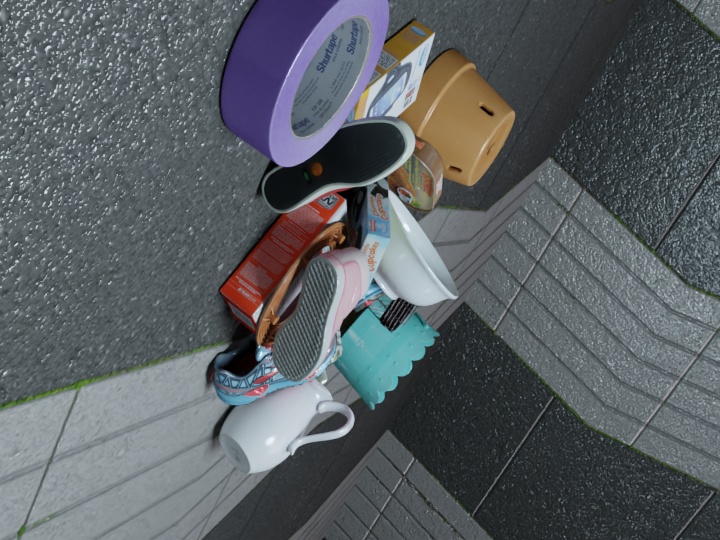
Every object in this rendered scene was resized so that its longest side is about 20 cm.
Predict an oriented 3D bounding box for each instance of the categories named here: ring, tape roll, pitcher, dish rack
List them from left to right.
[{"bbox_3d":[-0.124,0.263,1.436,0.199,0.170,0.123,-35,137,-34],"label":"pitcher"},{"bbox_3d":[-0.074,0.023,1.152,0.201,0.019,0.201,-52,168,-15],"label":"ring"},{"bbox_3d":[-0.053,-0.208,0.852,0.201,0.065,0.201,-53,166,-19],"label":"tape roll"},{"bbox_3d":[0.060,0.017,1.536,0.054,0.200,0.155,23,104,-39],"label":"dish rack"}]

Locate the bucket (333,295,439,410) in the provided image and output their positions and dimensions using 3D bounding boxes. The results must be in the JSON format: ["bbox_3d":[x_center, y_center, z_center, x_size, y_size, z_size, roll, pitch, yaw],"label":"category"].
[{"bbox_3d":[0.043,0.153,1.660,0.207,0.135,0.207,-46,171,-10],"label":"bucket"}]

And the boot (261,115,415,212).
[{"bbox_3d":[-0.008,-0.136,1.020,0.198,0.073,0.144,-20,-175,28],"label":"boot"}]

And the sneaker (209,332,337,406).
[{"bbox_3d":[-0.125,0.126,1.233,0.198,0.080,0.096,-26,142,-10],"label":"sneaker"}]

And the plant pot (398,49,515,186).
[{"bbox_3d":[0.156,-0.231,1.368,0.201,0.139,0.201,-51,167,-17],"label":"plant pot"}]

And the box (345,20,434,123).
[{"bbox_3d":[0.033,-0.244,1.122,0.200,0.041,0.120,-44,162,-35],"label":"box"}]

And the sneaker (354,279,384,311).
[{"bbox_3d":[0.000,0.000,1.435,0.079,0.097,0.200,-30,-174,1],"label":"sneaker"}]

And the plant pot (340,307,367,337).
[{"bbox_3d":[-0.035,0.133,1.720,0.200,0.027,0.200,-46,169,-12],"label":"plant pot"}]

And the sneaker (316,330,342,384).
[{"bbox_3d":[-0.064,0.118,1.527,0.076,0.080,0.202,-31,150,-56],"label":"sneaker"}]

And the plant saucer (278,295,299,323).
[{"bbox_3d":[-0.110,0.103,1.391,0.201,0.051,0.201,-50,164,-20],"label":"plant saucer"}]

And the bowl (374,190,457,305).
[{"bbox_3d":[0.063,-0.018,1.327,0.090,0.203,0.201,-34,170,12],"label":"bowl"}]

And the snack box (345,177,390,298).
[{"bbox_3d":[0.007,-0.071,1.220,0.202,0.036,0.117,-91,-162,-48],"label":"snack box"}]

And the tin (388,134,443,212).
[{"bbox_3d":[0.077,-0.156,1.322,0.042,0.111,0.200,-52,166,-13],"label":"tin"}]

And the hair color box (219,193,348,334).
[{"bbox_3d":[-0.098,-0.016,1.142,0.201,0.061,0.102,-51,166,-16],"label":"hair color box"}]

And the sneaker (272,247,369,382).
[{"bbox_3d":[-0.045,0.055,1.120,0.104,0.075,0.202,-29,147,-54],"label":"sneaker"}]
